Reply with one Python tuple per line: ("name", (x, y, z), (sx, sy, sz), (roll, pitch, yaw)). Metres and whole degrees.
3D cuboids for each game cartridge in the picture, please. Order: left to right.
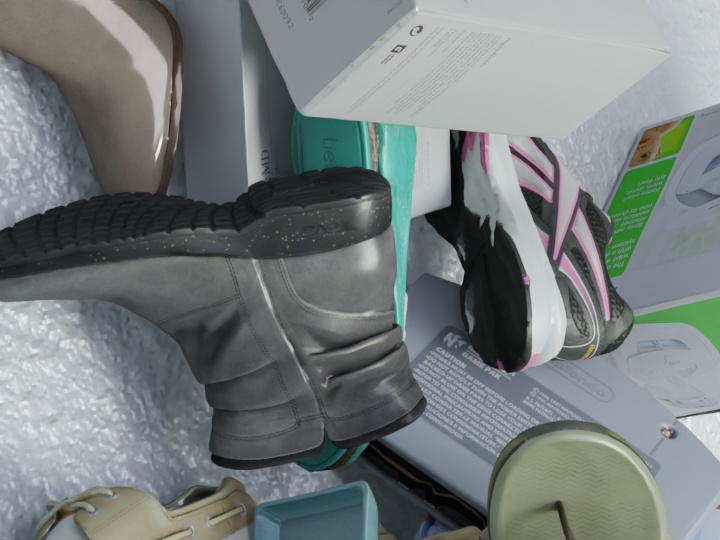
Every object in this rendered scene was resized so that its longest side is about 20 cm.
("game cartridge", (0.085, 0.087, 1.047), (0.200, 0.041, 0.133), (34, 51, 16))

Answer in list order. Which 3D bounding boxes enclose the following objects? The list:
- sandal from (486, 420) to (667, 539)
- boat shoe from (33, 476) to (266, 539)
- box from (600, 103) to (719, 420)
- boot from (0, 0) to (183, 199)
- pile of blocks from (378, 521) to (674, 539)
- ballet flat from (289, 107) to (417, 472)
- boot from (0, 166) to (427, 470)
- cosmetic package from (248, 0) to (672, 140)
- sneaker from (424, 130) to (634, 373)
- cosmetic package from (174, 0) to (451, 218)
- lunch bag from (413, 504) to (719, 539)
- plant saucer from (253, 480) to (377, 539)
("sandal", (0.104, 0.161, 0.890), (0.079, 0.057, 0.202), (-9, 104, -5))
("boat shoe", (-0.118, 0.130, 0.898), (0.200, 0.075, 0.069), (4, 75, -53))
("box", (0.235, -0.014, 1.174), (0.097, 0.200, 0.177), (47, 53, -23))
("boot", (-0.159, -0.126, 0.929), (0.146, 0.070, 0.201), (5, 74, -37))
("pile of blocks", (0.057, 0.154, 0.958), (0.062, 0.199, 0.083), (1, 81, -66))
("ballet flat", (0.000, 0.000, 0.989), (0.070, 0.067, 0.201), (-25, 123, -57))
("boot", (-0.073, 0.032, 0.922), (0.070, 0.199, 0.132), (-90, 174, -69))
("cosmetic package", (0.045, -0.130, 0.952), (0.200, 0.085, 0.108), (3, 56, -49))
("sneaker", (0.090, -0.031, 1.094), (0.086, 0.080, 0.201), (5, 58, -28))
("cosmetic package", (-0.022, -0.114, 1.015), (0.151, 0.052, 0.201), (-20, 115, -46))
("lunch bag", (0.121, 0.155, 1.069), (0.200, 0.076, 0.160), (-28, 63, -37))
("plant saucer", (-0.021, 0.195, 0.885), (0.019, 0.070, 0.201), (26, 57, -44))
